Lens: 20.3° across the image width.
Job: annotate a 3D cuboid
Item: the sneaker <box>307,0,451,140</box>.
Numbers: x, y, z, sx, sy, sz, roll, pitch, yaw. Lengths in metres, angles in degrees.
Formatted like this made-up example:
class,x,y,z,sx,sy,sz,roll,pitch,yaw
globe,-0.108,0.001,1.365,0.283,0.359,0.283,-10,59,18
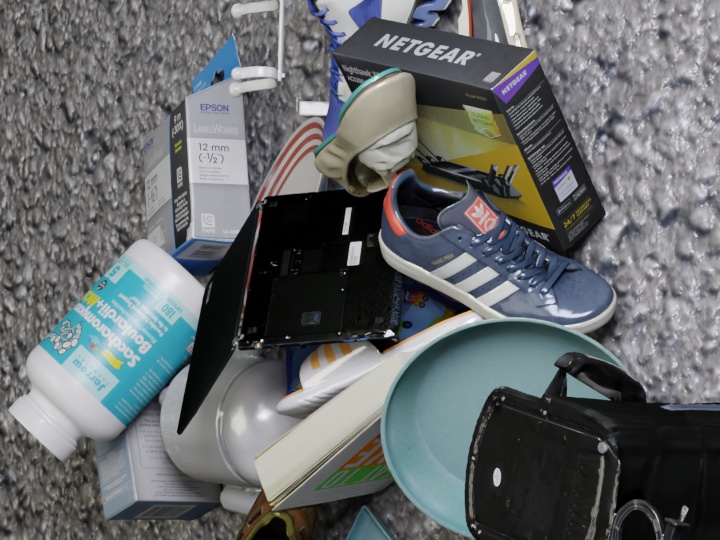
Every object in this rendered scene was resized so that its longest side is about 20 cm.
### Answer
class,x,y,z,sx,sy,sz,roll,pitch,yaw
sneaker,-0.007,-0.205,1.695,0.200,0.115,0.081,-64,24,23

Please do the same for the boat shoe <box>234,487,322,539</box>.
class,x,y,z,sx,sy,sz,roll,pitch,yaw
boat shoe,-0.081,0.246,1.724,0.068,0.072,0.201,-64,-10,-47

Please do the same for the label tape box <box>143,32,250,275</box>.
class,x,y,z,sx,sy,sz,roll,pitch,yaw
label tape box,-0.158,-0.107,1.895,0.143,0.066,0.201,149,118,-64

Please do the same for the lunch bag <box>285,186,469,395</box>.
class,x,y,z,sx,sy,sz,roll,pitch,yaw
lunch bag,0.000,0.000,1.712,0.151,0.094,0.201,-52,34,32

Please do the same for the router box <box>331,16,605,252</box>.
class,x,y,z,sx,sy,sz,roll,pitch,yaw
router box,0.083,-0.108,1.562,0.200,0.052,0.158,20,145,51

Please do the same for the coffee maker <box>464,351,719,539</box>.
class,x,y,z,sx,sy,sz,roll,pitch,yaw
coffee maker,0.199,0.156,1.336,0.192,0.199,0.135,49,123,43

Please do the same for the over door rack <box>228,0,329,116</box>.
class,x,y,z,sx,sy,sz,roll,pitch,yaw
over door rack,-0.072,-0.218,1.730,0.066,0.200,0.149,2,86,14

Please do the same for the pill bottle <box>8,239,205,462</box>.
class,x,y,z,sx,sy,sz,roll,pitch,yaw
pill bottle,-0.226,0.077,1.821,0.200,0.111,0.111,-48,41,-8

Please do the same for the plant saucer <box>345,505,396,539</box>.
class,x,y,z,sx,sy,sz,roll,pitch,yaw
plant saucer,-0.015,0.301,1.725,0.070,0.019,0.201,48,122,43

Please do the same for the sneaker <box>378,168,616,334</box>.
class,x,y,z,sx,sy,sz,roll,pitch,yaw
sneaker,0.100,-0.017,1.506,0.199,0.075,0.085,20,138,23

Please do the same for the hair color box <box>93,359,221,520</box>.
class,x,y,z,sx,sy,sz,roll,pitch,yaw
hair color box,-0.202,0.134,1.915,0.061,0.099,0.201,-33,60,45

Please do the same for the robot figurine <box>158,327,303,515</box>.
class,x,y,z,sx,sy,sz,roll,pitch,yaw
robot figurine,-0.100,0.135,1.777,0.199,0.113,0.171,-3,95,51

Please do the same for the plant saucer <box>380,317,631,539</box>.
class,x,y,z,sx,sy,sz,roll,pitch,yaw
plant saucer,0.115,0.113,1.486,0.200,0.199,0.036,-57,11,28

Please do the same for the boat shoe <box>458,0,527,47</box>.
class,x,y,z,sx,sy,sz,roll,pitch,yaw
boat shoe,0.109,-0.231,1.615,0.062,0.071,0.201,-3,76,8

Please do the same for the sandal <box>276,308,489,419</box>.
class,x,y,z,sx,sy,sz,roll,pitch,yaw
sandal,0.022,0.060,1.585,0.206,0.079,0.060,-27,67,23

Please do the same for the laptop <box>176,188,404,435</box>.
class,x,y,z,sx,sy,sz,roll,pitch,yaw
laptop,-0.053,0.031,1.621,0.178,0.199,0.104,-84,-15,-46

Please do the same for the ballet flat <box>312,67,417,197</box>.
class,x,y,z,sx,sy,sz,roll,pitch,yaw
ballet flat,0.013,-0.099,1.543,0.200,0.069,0.070,134,135,-75

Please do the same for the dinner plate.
class,x,y,z,sx,sy,sz,roll,pitch,yaw
dinner plate,-0.069,-0.041,1.791,0.201,0.024,0.201,-57,19,31

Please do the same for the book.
class,x,y,z,sx,sy,sz,roll,pitch,yaw
book,0.025,0.123,1.608,0.200,0.133,0.048,-42,60,41
